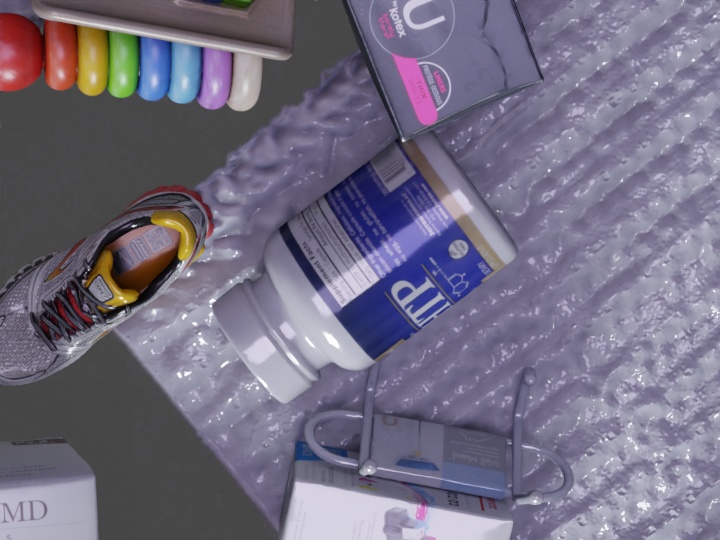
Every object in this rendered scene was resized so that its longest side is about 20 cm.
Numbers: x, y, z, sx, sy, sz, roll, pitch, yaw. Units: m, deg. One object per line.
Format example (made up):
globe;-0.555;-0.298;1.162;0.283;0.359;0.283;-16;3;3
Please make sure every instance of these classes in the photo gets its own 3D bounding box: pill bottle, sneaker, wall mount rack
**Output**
pill bottle;0.000;0.000;1.644;0.200;0.120;0.120;-37;98;5
sneaker;-0.195;0.011;1.661;0.200;0.082;0.078;-40;98;6
wall mount rack;0.061;0.124;1.639;0.199;0.174;0.075;10;122;-3

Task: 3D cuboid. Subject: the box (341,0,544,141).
box;0.048;-0.171;1.577;0.106;0.200;0.123;-22;98;2

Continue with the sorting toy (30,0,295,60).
sorting toy;-0.126;-0.250;1.580;0.185;0.036;0.201;8;71;-19

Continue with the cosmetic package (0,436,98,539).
cosmetic package;-0.274;0.231;1.633;0.164;0.165;0.201;-4;97;-16

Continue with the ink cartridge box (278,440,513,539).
ink cartridge box;0.044;0.185;1.677;0.199;0.115;0.068;12;100;-4

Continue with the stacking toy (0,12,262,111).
stacking toy;-0.171;-0.152;1.616;0.199;0.085;0.086;-2;99;-13
